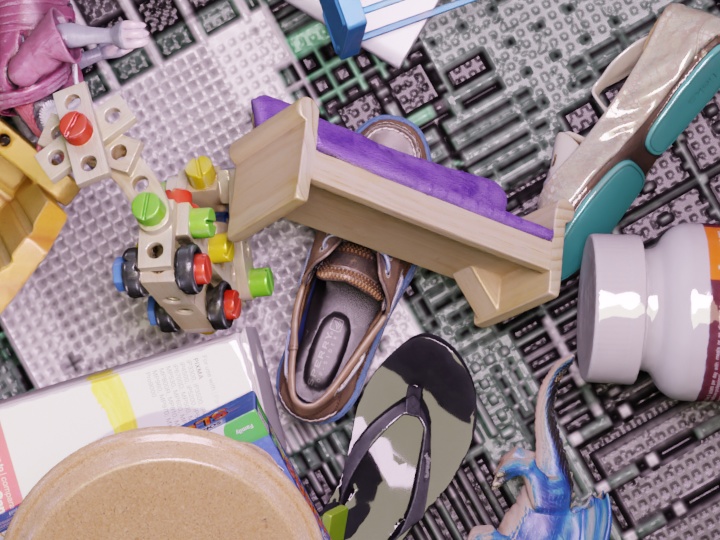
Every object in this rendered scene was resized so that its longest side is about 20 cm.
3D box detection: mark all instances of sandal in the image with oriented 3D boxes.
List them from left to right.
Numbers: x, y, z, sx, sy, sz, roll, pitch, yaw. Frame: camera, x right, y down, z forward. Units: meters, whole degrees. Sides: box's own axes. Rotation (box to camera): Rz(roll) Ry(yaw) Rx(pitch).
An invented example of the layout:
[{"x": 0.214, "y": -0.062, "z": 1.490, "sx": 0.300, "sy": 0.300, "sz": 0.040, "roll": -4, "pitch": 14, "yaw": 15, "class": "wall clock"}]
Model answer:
[{"x": 0.015, "y": 0.136, "z": 1.699, "sx": 0.076, "sy": 0.043, "sz": 0.201, "roll": 26, "pitch": 89, "yaw": 1, "class": "sandal"}]

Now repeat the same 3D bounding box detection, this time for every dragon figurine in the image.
[{"x": 0.124, "y": 0.158, "z": 1.689, "sx": 0.099, "sy": 0.059, "sz": 0.201, "roll": 22, "pitch": 90, "yaw": 1, "class": "dragon figurine"}]

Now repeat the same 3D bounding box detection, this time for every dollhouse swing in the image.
[{"x": -0.286, "y": -0.016, "z": 1.642, "sx": 0.181, "sy": 0.176, "sz": 0.200, "roll": 38, "pitch": 90, "yaw": 1, "class": "dollhouse swing"}]

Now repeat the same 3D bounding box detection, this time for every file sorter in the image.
[{"x": 0.011, "y": -0.249, "z": 1.638, "sx": 0.122, "sy": 0.139, "sz": 0.201, "roll": -20, "pitch": 88, "yaw": -4, "class": "file sorter"}]

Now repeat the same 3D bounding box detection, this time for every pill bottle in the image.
[{"x": 0.237, "y": 0.027, "z": 1.661, "sx": 0.199, "sy": 0.110, "sz": 0.110, "roll": 3, "pitch": 89, "yaw": -3, "class": "pill bottle"}]

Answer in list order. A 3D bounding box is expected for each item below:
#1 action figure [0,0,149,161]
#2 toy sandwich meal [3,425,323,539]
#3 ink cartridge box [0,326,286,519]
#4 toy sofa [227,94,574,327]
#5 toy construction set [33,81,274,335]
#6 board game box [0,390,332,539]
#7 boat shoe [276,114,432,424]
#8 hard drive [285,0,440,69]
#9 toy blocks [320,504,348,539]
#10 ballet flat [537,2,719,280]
[{"x": -0.206, "y": -0.159, "z": 1.656, "sx": 0.148, "sy": 0.134, "sz": 0.201, "roll": -2, "pitch": 76, "yaw": -9, "class": "action figure"}, {"x": -0.114, "y": 0.176, "z": 1.524, "sx": 0.204, "sy": 0.070, "sz": 0.206, "roll": -2, "pitch": 106, "yaw": -6, "class": "toy sandwich meal"}, {"x": -0.150, "y": 0.102, "z": 1.651, "sx": 0.199, "sy": 0.145, "sz": 0.084, "roll": -17, "pitch": 89, "yaw": 1, "class": "ink cartridge box"}, {"x": 0.025, "y": -0.045, "z": 1.619, "sx": 0.199, "sy": 0.083, "sz": 0.098, "roll": 20, "pitch": 64, "yaw": -28, "class": "toy sofa"}, {"x": -0.111, "y": -0.034, "z": 1.622, "sx": 0.092, "sy": 0.200, "sz": 0.132, "roll": -10, "pitch": 67, "yaw": 27, "class": "toy construction set"}, {"x": -0.120, "y": 0.173, "z": 1.575, "sx": 0.199, "sy": 0.034, "sz": 0.136, "roll": -27, "pitch": 107, "yaw": 5, "class": "board game box"}, {"x": 0.000, "y": 0.000, "z": 1.688, "sx": 0.072, "sy": 0.072, "sz": 0.201, "roll": 14, "pitch": 88, "yaw": 2, "class": "boat shoe"}, {"x": -0.027, "y": -0.236, "z": 1.717, "sx": 0.199, "sy": 0.025, "sz": 0.132, "roll": 31, "pitch": 89, "yaw": 2, "class": "hard drive"}, {"x": -0.094, "y": 0.227, "z": 1.675, "sx": 0.136, "sy": 0.100, "sz": 0.201, "roll": 16, "pitch": 105, "yaw": 22, "class": "toy blocks"}, {"x": 0.159, "y": -0.082, "z": 1.703, "sx": 0.062, "sy": 0.067, "sz": 0.200, "roll": 37, "pitch": 85, "yaw": 29, "class": "ballet flat"}]
